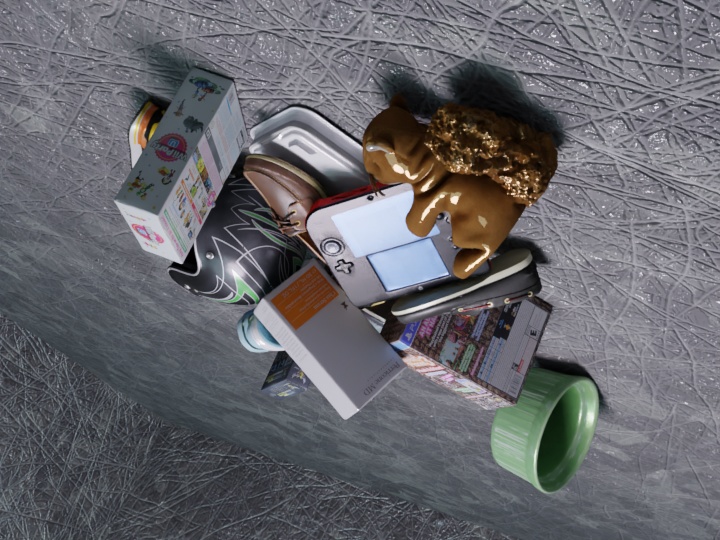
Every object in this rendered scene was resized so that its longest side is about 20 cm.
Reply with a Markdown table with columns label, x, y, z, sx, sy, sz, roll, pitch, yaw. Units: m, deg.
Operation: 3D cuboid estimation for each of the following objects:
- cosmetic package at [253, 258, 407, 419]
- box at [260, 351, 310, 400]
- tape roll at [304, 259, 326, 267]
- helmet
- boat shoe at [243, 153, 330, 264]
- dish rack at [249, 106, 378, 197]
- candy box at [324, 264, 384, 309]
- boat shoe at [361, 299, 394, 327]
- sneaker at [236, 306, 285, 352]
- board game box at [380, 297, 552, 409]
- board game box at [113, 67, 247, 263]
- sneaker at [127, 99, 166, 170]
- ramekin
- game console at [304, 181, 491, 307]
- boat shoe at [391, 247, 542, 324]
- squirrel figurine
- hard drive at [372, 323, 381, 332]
| label | x | y | z | sx | sy | sz | roll | pitch | yaw |
| --- | --- | --- | --- | --- | --- | --- | --- | --- | --- |
| cosmetic package | -0.043 | 0.095 | 1.406 | 0.200 | 0.101 | 0.071 | 49 | 155 | 3 |
| box | -0.121 | 0.165 | 1.978 | 0.051 | 0.158 | 0.200 | 28 | 159 | -11 |
| tape roll | -0.029 | 0.047 | 1.750 | 0.202 | 0.037 | 0.203 | 21 | 159 | 8 |
| helmet | -0.173 | -0.043 | 1.470 | 0.200 | 0.200 | 0.191 | 35 | 149 | -28 |
| boat shoe | -0.078 | -0.077 | 1.317 | 0.072 | 0.068 | 0.200 | 1 | 149 | 48 |
| dish rack | -0.045 | -0.127 | 1.317 | 0.200 | 0.044 | 0.172 | 34 | 159 | -23 |
| candy box | 0.000 | 0.000 | 1.471 | 0.056 | 0.117 | 0.200 | 37 | 157 | -13 |
| boat shoe | 0.078 | 0.092 | 1.529 | 0.200 | 0.073 | 0.063 | 21 | 127 | -11 |
| sneaker | -0.146 | 0.093 | 1.524 | 0.130 | 0.200 | 0.080 | -28 | 91 | 24 |
| board game box | 0.148 | 0.083 | 1.457 | 0.200 | 0.160 | 0.097 | 30 | 160 | -13 |
| board game box | -0.219 | -0.130 | 1.275 | 0.064 | 0.200 | 0.148 | 20 | 160 | 10 |
| sneaker | -0.275 | -0.162 | 1.449 | 0.090 | 0.070 | 0.200 | 26 | 159 | 5 |
| ramekin | 0.303 | 0.257 | 1.680 | 0.098 | 0.200 | 0.200 | 19 | 161 | 37 |
| game console | 0.046 | -0.037 | 1.286 | 0.200 | 0.031 | 0.177 | -15 | 124 | 20 |
| boat shoe | 0.140 | 0.035 | 1.340 | 0.201 | 0.074 | 0.063 | -20 | 112 | 12 |
| squirrel figurine | 0.099 | -0.121 | 1.084 | 0.187 | 0.142 | 0.200 | 37 | 145 | -5 |
| hard drive | -0.012 | 0.092 | 1.676 | 0.139 | 0.033 | 0.200 | 13 | 130 | 3 |
